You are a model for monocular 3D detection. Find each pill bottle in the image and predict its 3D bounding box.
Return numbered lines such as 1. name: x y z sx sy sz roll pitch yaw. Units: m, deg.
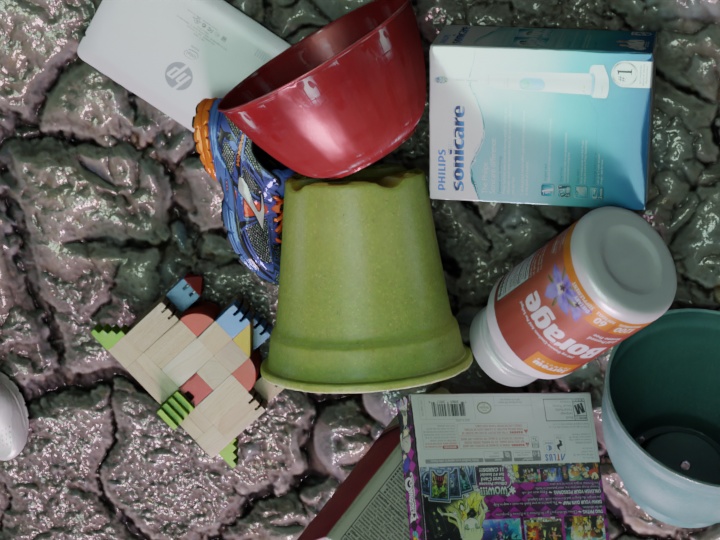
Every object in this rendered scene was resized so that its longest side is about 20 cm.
1. pill bottle: 0.187 0.032 1.595 0.112 0.112 0.200 43 140 -5

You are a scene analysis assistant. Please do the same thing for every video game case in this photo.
1. video game case: 0.136 0.205 1.639 0.199 0.036 0.182 1 74 -25

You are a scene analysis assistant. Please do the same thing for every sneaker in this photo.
1. sneaker: -0.092 -0.074 1.658 0.078 0.075 0.200 -11 116 24
2. sneaker: -0.416 0.117 1.806 0.074 0.087 0.200 -26 104 18

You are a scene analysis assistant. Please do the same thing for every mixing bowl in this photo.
1. mixing bowl: -0.017 -0.151 1.557 0.200 0.200 0.109 -25 105 20

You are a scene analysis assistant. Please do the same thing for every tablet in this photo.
1. tablet: -0.162 -0.205 1.669 0.200 0.014 0.130 33 114 0

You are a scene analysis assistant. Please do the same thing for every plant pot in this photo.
1. plant pot: 0.000 0.000 1.621 0.200 0.200 0.185 -1 102 13
2. plant pot: 0.312 0.155 1.614 0.200 0.201 0.134 16 139 7

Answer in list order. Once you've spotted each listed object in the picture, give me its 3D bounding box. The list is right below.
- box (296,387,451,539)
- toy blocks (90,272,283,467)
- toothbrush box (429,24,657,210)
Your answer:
1. box: 0.048 0.233 1.672 0.128 0.200 0.109 44 151 -5
2. toy blocks: -0.148 0.083 1.739 0.137 0.100 0.200 -42 97 11
3. toothbrush box: 0.165 -0.140 1.580 0.199 0.085 0.147 2 111 11
